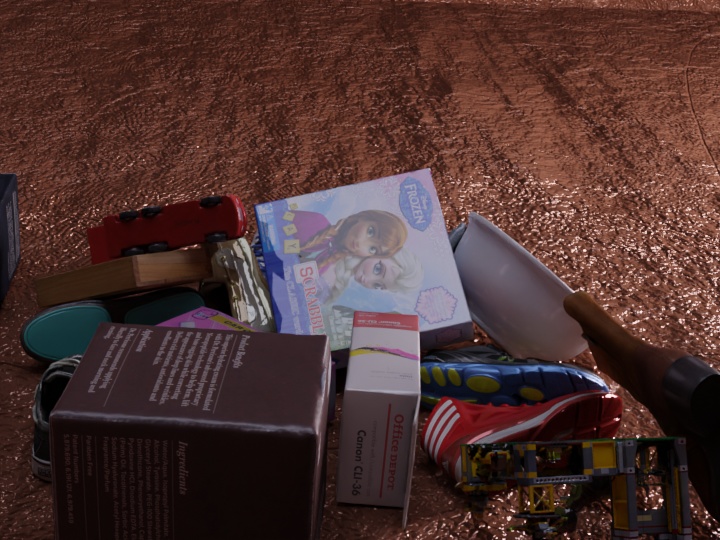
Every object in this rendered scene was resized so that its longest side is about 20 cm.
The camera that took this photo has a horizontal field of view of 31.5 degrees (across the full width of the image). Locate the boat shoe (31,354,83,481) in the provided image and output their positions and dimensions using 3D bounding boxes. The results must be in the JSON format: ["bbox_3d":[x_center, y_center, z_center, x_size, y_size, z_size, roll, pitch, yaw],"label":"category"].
[{"bbox_3d":[-0.271,0.119,1.206,0.070,0.064,0.200,0,23,-8],"label":"boat shoe"}]

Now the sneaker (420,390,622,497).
[{"bbox_3d":[0.144,0.137,1.201,0.199,0.079,0.115,-11,28,-33],"label":"sneaker"}]

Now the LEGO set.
[{"bbox_3d":[0.180,0.199,1.061,0.199,0.117,0.154,2,-9,-28],"label":"LEGO set"}]

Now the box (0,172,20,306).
[{"bbox_3d":[-0.503,-0.030,1.461,0.195,0.118,0.200,1,22,-6],"label":"box"}]

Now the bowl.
[{"bbox_3d":[0.166,0.035,1.375,0.201,0.090,0.201,42,2,-2],"label":"bowl"}]

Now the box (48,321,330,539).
[{"bbox_3d":[-0.129,0.152,1.018,0.199,0.165,0.166,4,22,2],"label":"box"}]

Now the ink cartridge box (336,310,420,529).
[{"bbox_3d":[0.017,0.130,1.148,0.067,0.117,0.200,4,22,0],"label":"ink cartridge box"}]

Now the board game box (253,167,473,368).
[{"bbox_3d":[0.000,0.000,1.345,0.198,0.041,0.201,-13,59,-2],"label":"board game box"}]

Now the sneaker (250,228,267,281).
[{"bbox_3d":[-0.115,-0.021,1.528,0.075,0.089,0.200,12,26,17],"label":"sneaker"}]

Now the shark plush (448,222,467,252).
[{"bbox_3d":[0.040,0.014,1.396,0.199,0.084,0.091,-27,32,-1],"label":"shark plush"}]

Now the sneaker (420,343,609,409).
[{"bbox_3d":[0.150,0.106,1.281,0.198,0.071,0.083,5,29,13],"label":"sneaker"}]

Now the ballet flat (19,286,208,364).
[{"bbox_3d":[-0.260,0.060,1.357,0.199,0.073,0.073,-11,26,-17],"label":"ballet flat"}]

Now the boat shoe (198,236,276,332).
[{"bbox_3d":[-0.144,0.016,1.399,0.066,0.074,0.200,-16,50,-21],"label":"boat shoe"}]

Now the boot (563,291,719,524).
[{"bbox_3d":[0.264,0.126,1.136,0.068,0.189,0.200,-41,29,-8],"label":"boot"}]

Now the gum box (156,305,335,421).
[{"bbox_3d":[-0.135,0.105,1.252,0.199,0.066,0.113,20,29,35],"label":"gum box"}]

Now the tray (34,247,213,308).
[{"bbox_3d":[-0.259,0.010,1.387,0.098,0.037,0.199,-8,-1,-43],"label":"tray"}]

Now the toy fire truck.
[{"bbox_3d":[-0.213,-0.041,1.387,0.199,0.049,0.141,-10,-1,7],"label":"toy fire truck"}]
